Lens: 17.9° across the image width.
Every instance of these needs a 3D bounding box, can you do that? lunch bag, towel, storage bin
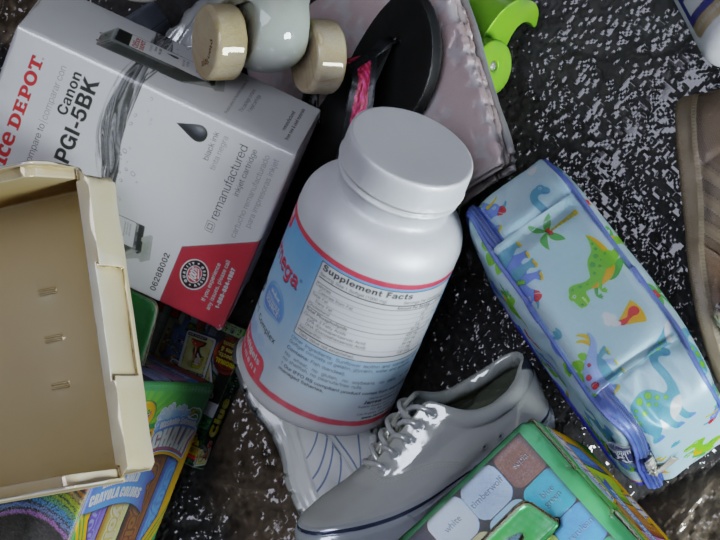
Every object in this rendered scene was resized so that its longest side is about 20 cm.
[{"bbox_3d":[0.151,0.038,1.455,0.082,0.161,0.200,-35,69,1],"label":"lunch bag"},{"bbox_3d":[0.010,-0.107,1.551,0.191,0.032,0.201,-32,59,31],"label":"towel"},{"bbox_3d":[-0.245,0.049,1.436,0.198,0.094,0.201,-11,83,22],"label":"storage bin"}]

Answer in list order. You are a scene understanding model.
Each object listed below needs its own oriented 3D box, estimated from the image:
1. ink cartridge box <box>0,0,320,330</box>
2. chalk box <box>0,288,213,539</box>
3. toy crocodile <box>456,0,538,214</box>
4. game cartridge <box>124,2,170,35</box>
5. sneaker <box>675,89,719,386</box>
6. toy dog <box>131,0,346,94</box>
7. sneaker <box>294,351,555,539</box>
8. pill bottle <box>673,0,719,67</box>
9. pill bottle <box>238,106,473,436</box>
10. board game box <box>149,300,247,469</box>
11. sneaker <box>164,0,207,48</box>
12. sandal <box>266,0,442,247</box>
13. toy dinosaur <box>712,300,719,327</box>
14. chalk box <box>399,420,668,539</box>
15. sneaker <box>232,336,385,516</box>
[{"bbox_3d":[-0.148,-0.074,1.502,0.199,0.083,0.147,24,118,0],"label":"ink cartridge box"},{"bbox_3d":[-0.192,0.102,1.543,0.124,0.124,0.201,25,95,22],"label":"chalk box"},{"bbox_3d":[0.064,-0.101,1.564,0.067,0.062,0.201,16,88,44],"label":"toy crocodile"},{"bbox_3d":[-0.228,-0.120,1.620,0.199,0.133,0.042,-30,95,17],"label":"game cartridge"},{"bbox_3d":[0.250,-0.023,1.481,0.075,0.070,0.201,-9,79,15],"label":"sneaker"},{"bbox_3d":[-0.076,-0.199,1.503,0.200,0.132,0.097,43,128,32],"label":"toy dog"},{"bbox_3d":[0.036,0.116,1.484,0.200,0.071,0.073,-30,25,-25],"label":"sneaker"},{"bbox_3d":[0.235,-0.244,1.500,0.115,0.116,0.201,-29,74,11],"label":"pill bottle"},{"bbox_3d":[0.000,0.000,1.455,0.109,0.109,0.201,37,126,20],"label":"pill bottle"},{"bbox_3d":[-0.179,0.055,1.633,0.199,0.023,0.105,22,92,20],"label":"board game box"},{"bbox_3d":[-0.109,-0.098,1.617,0.099,0.078,0.201,23,97,14],"label":"sneaker"},{"bbox_3d":[-0.015,-0.098,1.518,0.200,0.045,0.075,-53,49,18],"label":"sandal"},{"bbox_3d":[0.319,0.015,1.449,0.199,0.047,0.089,7,86,-4],"label":"toy dinosaur"},{"bbox_3d":[0.112,0.182,1.413,0.125,0.200,0.124,-44,71,7],"label":"chalk box"},{"bbox_3d":[-0.015,0.120,1.545,0.087,0.075,0.201,-26,76,3],"label":"sneaker"}]
